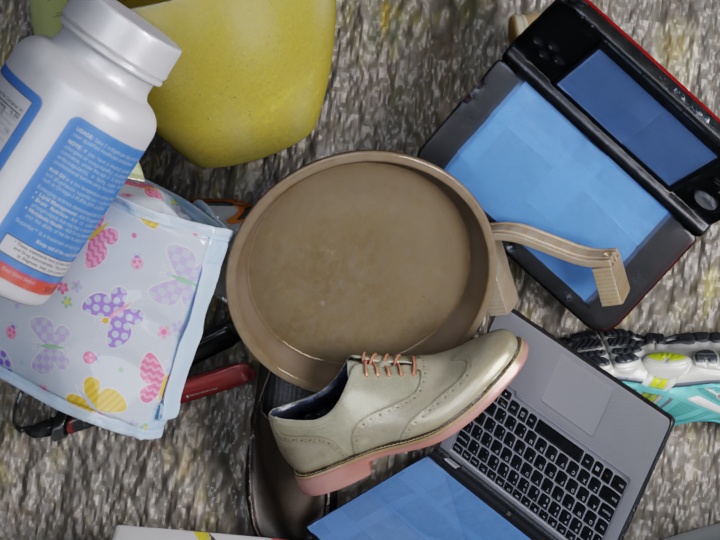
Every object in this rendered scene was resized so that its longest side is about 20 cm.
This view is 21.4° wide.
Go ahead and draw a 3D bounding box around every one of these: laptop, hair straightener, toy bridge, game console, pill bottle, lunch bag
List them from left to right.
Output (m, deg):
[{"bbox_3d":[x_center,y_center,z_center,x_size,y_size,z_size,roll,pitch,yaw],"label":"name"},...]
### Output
[{"bbox_3d":[-0.207,-0.087,1.284,0.112,0.112,0.201,36,97,4],"label":"pill bottle"},{"bbox_3d":[-0.193,0.014,1.397,0.199,0.127,0.171,23,102,30],"label":"lunch bag"},{"bbox_3d":[-0.182,0.080,1.482,0.198,0.041,0.078,-20,66,8],"label":"hair straightener"},{"bbox_3d":[0.089,0.147,1.358,0.187,0.115,0.202,35,108,43],"label":"laptop"},{"bbox_3d":[0.098,-0.001,1.412,0.198,0.027,0.068,-5,116,31],"label":"toy bridge"},{"bbox_3d":[0.164,-0.072,1.358,0.200,0.172,0.119,41,72,-4],"label":"game console"}]

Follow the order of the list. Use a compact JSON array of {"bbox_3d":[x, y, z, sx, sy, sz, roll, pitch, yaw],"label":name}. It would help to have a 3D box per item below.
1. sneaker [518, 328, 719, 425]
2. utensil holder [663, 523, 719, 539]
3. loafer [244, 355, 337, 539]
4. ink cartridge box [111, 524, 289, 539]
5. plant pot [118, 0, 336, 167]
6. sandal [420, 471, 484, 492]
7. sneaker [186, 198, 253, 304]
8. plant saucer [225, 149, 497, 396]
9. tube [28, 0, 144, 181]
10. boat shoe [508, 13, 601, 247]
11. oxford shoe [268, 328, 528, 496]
[{"bbox_3d":[0.208,0.092,1.432,0.198,0.078,0.081,3,109,12],"label":"sneaker"},{"bbox_3d":[0.307,0.282,1.372,0.168,0.170,0.202,-13,86,3],"label":"utensil holder"},{"bbox_3d":[-0.057,0.127,1.447,0.072,0.071,0.202,-2,88,4],"label":"loafer"},{"bbox_3d":[-0.132,0.260,1.430,0.198,0.068,0.118,5,115,3],"label":"ink cartridge box"},{"bbox_3d":[-0.100,-0.161,1.418,0.198,0.200,0.143,-15,111,3],"label":"plant pot"},{"bbox_3d":[0.128,0.207,1.422,0.198,0.087,0.080,21,89,13],"label":"sandal"},{"bbox_3d":[-0.063,-0.007,1.459,0.198,0.076,0.093,2,96,11],"label":"sneaker"},{"bbox_3d":[0.000,0.000,1.375,0.198,0.030,0.202,-4,119,-8],"label":"plant saucer"},{"bbox_3d":[-0.211,-0.143,1.424,0.057,0.052,0.201,-19,50,3],"label":"tube"},{"bbox_3d":[0.170,-0.107,1.445,0.069,0.074,0.202,-21,96,0],"label":"boat shoe"},{"bbox_3d":[0.026,0.089,1.371,0.199,0.071,0.074,-30,108,7],"label":"oxford shoe"}]
